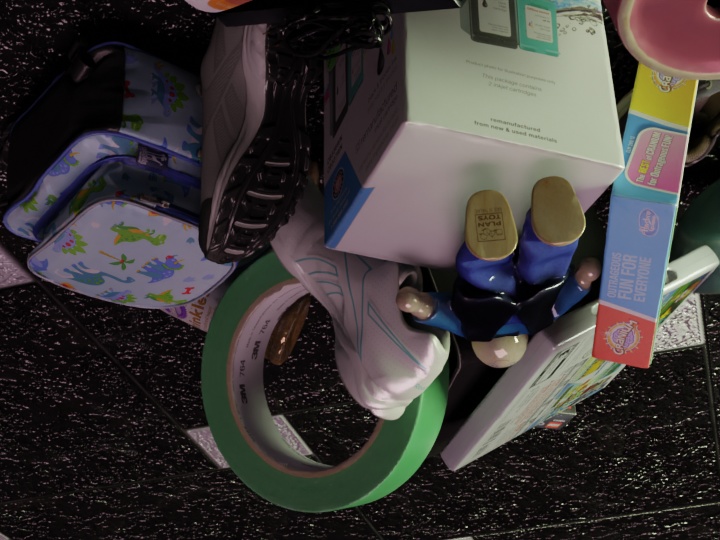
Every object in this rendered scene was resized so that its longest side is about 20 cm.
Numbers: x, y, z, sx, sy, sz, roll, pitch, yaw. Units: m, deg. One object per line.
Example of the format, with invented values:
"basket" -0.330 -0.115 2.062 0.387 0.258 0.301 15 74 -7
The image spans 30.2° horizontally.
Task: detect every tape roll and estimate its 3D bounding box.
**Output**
"tape roll" -0.030 0.081 1.023 0.198 0.203 0.048 -20 168 27

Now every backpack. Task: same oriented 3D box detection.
"backpack" -0.153 -0.058 1.010 0.198 0.149 0.182 14 149 -33

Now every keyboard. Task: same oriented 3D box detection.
"keyboard" -0.006 -0.158 0.792 0.198 0.104 0.040 5 138 44

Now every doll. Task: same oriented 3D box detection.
"doll" 0.089 0.010 0.842 0.134 0.049 0.201 -11 156 -2

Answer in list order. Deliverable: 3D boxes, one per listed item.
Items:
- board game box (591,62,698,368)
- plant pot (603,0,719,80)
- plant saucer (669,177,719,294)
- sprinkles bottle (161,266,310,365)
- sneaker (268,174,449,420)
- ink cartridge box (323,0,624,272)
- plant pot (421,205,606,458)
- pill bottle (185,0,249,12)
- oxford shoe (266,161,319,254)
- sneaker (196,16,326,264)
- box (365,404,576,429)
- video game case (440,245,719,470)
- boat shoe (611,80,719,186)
"board game box" 0.196 -0.061 0.900 0.040 0.201 0.154 10 138 12
"plant pot" 0.194 -0.216 0.743 0.197 0.181 0.201 -3 149 -2
"plant saucer" 0.328 -0.052 1.057 0.198 0.200 0.036 -23 107 29
"sprinkles bottle" -0.142 0.010 1.126 0.198 0.069 0.069 24 149 5
"sneaker" 0.000 0.000 0.939 0.080 0.202 0.070 -42 159 29
"ink cartridge box" 0.064 -0.123 0.864 0.144 0.202 0.147 10 148 -18
"plant pot" 0.110 0.019 1.128 0.175 0.202 0.201 -9 152 -17
"pill bottle" -0.023 -0.231 0.764 0.198 0.114 0.112 -16 147 21
"oxford shoe" -0.083 -0.029 1.138 0.073 0.072 0.201 10 147 -15
"sneaker" -0.078 -0.104 0.917 0.079 0.203 0.074 17 -172 38
"box" 0.099 0.070 1.251 0.197 0.138 0.038 7 148 -17
"video game case" 0.166 0.070 1.032 0.181 0.022 0.201 -23 157 -32
"boat shoe" 0.243 -0.112 1.029 0.071 0.066 0.200 8 148 -17
